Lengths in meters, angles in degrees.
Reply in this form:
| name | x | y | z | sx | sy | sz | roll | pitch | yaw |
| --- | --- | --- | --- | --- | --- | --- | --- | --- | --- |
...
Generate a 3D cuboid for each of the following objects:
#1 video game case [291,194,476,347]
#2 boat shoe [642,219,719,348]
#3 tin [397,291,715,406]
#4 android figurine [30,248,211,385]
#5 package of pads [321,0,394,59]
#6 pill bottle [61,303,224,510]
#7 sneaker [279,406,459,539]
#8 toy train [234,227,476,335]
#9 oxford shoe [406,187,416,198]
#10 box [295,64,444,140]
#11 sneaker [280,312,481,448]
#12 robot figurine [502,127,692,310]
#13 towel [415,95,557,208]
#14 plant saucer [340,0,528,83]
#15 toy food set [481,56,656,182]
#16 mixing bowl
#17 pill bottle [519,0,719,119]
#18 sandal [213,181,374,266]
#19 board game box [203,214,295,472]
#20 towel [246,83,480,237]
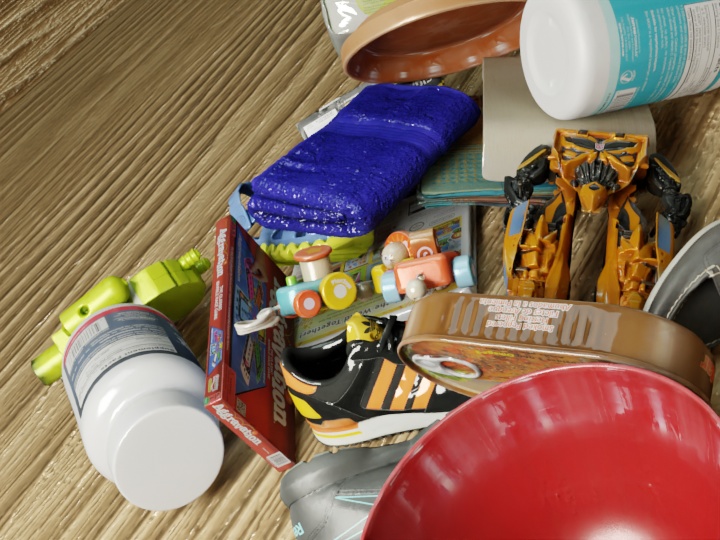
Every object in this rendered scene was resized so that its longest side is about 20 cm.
| name | x | y | z | sx | sy | sz | roll | pitch | yaw |
| --- | --- | --- | --- | --- | --- | --- | --- | --- | --- |
| video game case | 0.016 | 0.000 | 0.865 | 0.197 | 0.023 | 0.183 | -21 | 32 | 21 |
| boat shoe | 0.264 | -0.009 | 0.582 | 0.199 | 0.067 | 0.057 | -35 | 25 | -8 |
| tin | 0.117 | 0.055 | 0.573 | 0.197 | 0.112 | 0.042 | 4 | 61 | 33 |
| android figurine | -0.238 | 0.047 | 0.949 | 0.199 | 0.041 | 0.182 | -38 | -11 | -1 |
| package of pads | 0.061 | -0.268 | 0.921 | 0.196 | 0.070 | 0.155 | -12 | 2 | 3 |
| pill bottle | -0.187 | 0.117 | 0.802 | 0.119 | 0.120 | 0.200 | -38 | 30 | -8 |
| sneaker | 0.047 | 0.142 | 0.598 | 0.197 | 0.076 | 0.080 | -21 | 61 | 9 |
| toy train | 0.000 | 0.000 | 0.723 | 0.197 | 0.057 | 0.150 | -12 | 1 | 22 |
| oxford shoe | 0.014 | -0.092 | 0.962 | 0.196 | 0.072 | 0.074 | -15 | 30 | 12 |
| box | 0.015 | -0.190 | 1.049 | 0.158 | 0.050 | 0.200 | -31 | 8 | 8 |
| sneaker | 0.031 | 0.065 | 0.684 | 0.197 | 0.091 | 0.071 | -22 | 31 | 22 |
| robot figurine | 0.170 | -0.032 | 0.678 | 0.142 | 0.059 | 0.202 | 6 | 52 | 14 |
| towel | 0.128 | -0.116 | 0.871 | 0.144 | 0.022 | 0.201 | 1 | 35 | 6 |
| plant saucer | 0.077 | -0.218 | 0.841 | 0.196 | 0.033 | 0.200 | -12 | -4 | -1 |
| toy food set | 0.180 | -0.138 | 0.838 | 0.141 | 0.061 | 0.201 | 1 | 34 | 6 |
| mixing bowl | 0.106 | 0.156 | 0.457 | 0.198 | 0.109 | 0.201 | -26 | 31 | 16 |
| pill bottle | 0.240 | -0.196 | 0.764 | 0.196 | 0.113 | 0.111 | -13 | 26 | -16 |
| sandal | -0.069 | -0.047 | 0.890 | 0.197 | 0.079 | 0.089 | -2 | 85 | 39 |
| board game box | -0.088 | 0.056 | 0.771 | 0.019 | 0.103 | 0.202 | -23 | 42 | 17 |
| towel | 0.002 | -0.107 | 0.834 | 0.146 | 0.050 | 0.200 | 6 | 41 | 39 |
